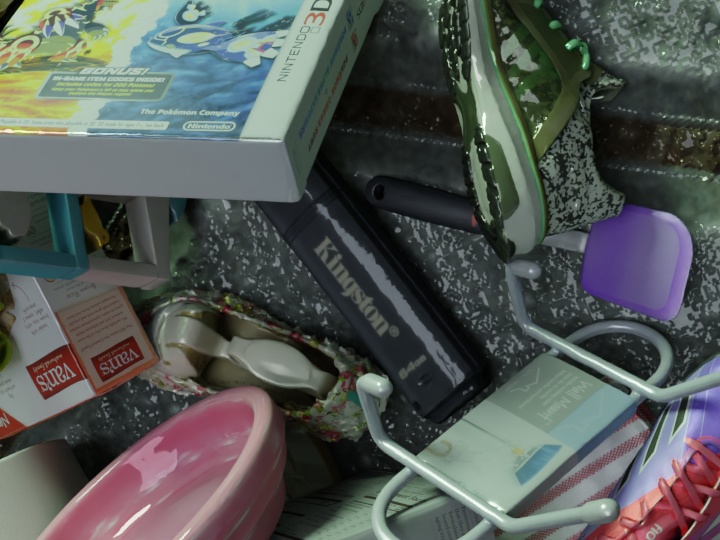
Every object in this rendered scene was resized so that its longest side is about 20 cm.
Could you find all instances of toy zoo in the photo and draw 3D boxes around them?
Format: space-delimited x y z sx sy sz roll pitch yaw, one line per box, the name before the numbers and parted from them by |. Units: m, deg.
toy zoo | -0.180 -0.058 0.784 0.020 0.200 0.132 -26 69 36

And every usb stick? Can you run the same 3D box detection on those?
usb stick | 0.000 0.000 0.794 0.055 0.033 0.200 -42 80 25

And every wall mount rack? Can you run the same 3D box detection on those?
wall mount rack | 0.098 0.069 0.655 0.174 0.200 0.075 26 142 44

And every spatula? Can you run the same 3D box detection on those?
spatula | 0.089 -0.025 0.752 0.199 0.021 0.057 17 100 24

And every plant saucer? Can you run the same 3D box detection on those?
plant saucer | -0.114 0.148 0.732 0.200 0.201 0.051 -30 108 27

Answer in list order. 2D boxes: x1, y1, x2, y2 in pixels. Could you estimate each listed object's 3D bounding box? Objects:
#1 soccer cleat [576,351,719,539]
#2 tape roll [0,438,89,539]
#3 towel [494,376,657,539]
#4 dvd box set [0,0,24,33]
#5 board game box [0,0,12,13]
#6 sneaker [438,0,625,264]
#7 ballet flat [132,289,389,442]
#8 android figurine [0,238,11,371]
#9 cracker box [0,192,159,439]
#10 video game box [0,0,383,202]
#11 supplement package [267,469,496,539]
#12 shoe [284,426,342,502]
soccer cleat | 0.154 0.129 0.689 0.068 0.073 0.200 37 112 19
tape roll | -0.249 0.219 0.860 0.202 0.203 0.139 -33 83 27
towel | 0.146 0.174 0.758 0.146 0.030 0.200 -38 79 26
dvd box set | -0.244 -0.129 0.892 0.146 0.029 0.200 45 114 13
board game box | -0.274 -0.194 0.860 0.200 0.032 0.120 -35 60 32
sneaker | 0.095 -0.107 0.722 0.088 0.077 0.201 -8 87 -9
ballet flat | -0.076 0.049 0.816 0.199 0.064 0.076 13 76 24
android figurine | -0.280 -0.006 0.817 0.200 0.041 0.182 -32 88 48
cracker box | -0.223 -0.005 0.836 0.134 0.058 0.201 -25 93 46
video game box | -0.105 -0.114 0.732 0.199 0.183 0.047 3 132 16
supplement package | 0.016 0.225 0.744 0.156 0.111 0.201 -12 94 68
shoe | -0.043 0.180 0.833 0.070 0.053 0.201 -10 92 26
